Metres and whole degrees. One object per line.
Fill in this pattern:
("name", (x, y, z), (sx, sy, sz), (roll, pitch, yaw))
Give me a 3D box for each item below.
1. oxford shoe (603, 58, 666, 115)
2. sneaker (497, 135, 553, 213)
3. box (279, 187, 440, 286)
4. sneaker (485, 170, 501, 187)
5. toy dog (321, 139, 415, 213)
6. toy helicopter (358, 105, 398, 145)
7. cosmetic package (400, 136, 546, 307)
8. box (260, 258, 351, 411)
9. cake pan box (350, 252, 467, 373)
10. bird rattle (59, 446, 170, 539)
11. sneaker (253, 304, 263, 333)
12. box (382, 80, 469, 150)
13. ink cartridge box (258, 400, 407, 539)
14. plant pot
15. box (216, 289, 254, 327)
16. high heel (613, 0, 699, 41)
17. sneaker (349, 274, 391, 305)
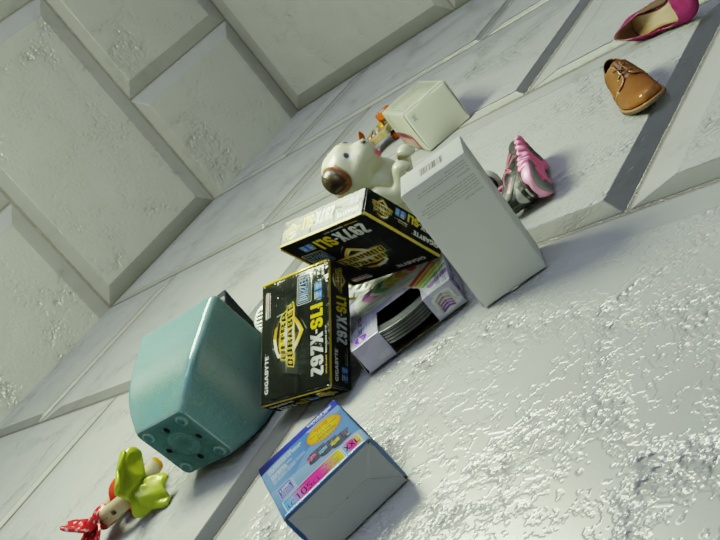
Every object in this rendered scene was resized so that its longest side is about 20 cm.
("oxford shoe", (0.428, -0.300, 1.571), (0.071, 0.071, 0.200), (-36, 18, 8))
("sneaker", (0.252, -0.149, 1.580), (0.095, 0.079, 0.200), (-46, 12, 23))
("box", (-0.001, -0.046, 1.488), (0.199, 0.159, 0.050), (-19, 52, 45))
("sneaker", (0.145, -0.095, 1.661), (0.200, 0.070, 0.100), (-31, 21, 31))
("toy dog", (0.025, -0.130, 1.595), (0.193, 0.200, 0.140), (-29, 27, 38))
("toy helicopter", (0.025, -0.332, 2.555), (0.132, 0.079, 0.200), (-22, 28, 49))
("cosmetic package", (0.152, -0.065, 1.331), (0.107, 0.200, 0.085), (-33, 19, 14))
("box", (-0.086, 0.101, 1.500), (0.159, 0.049, 0.201), (-20, 62, 40))
("cake pan box", (0.068, 0.052, 1.483), (0.184, 0.052, 0.200), (-39, 16, 13))
("bird rattle", (-0.391, 0.384, 1.619), (0.200, 0.113, 0.163), (-49, 2, 15))
("sneaker", (-0.081, 0.122, 1.604), (0.200, 0.105, 0.076), (30, 83, 41))
("box", (0.150, -0.364, 2.293), (0.128, 0.109, 0.200), (-40, 16, -2))
("ink cartridge box", (-0.043, 0.242, 1.185), (0.136, 0.076, 0.200), (-42, 15, -7))
("plant pot", (-0.257, 0.202, 1.579), (0.196, 0.196, 0.201), (-29, 29, 32))
("box", (-0.301, 0.163, 1.898), (0.196, 0.118, 0.200), (-39, 15, 3))
("high heel", (0.525, -0.446, 1.739), (0.096, 0.068, 0.200), (-31, 1, -4))
("sneaker", (-0.014, 0.042, 1.637), (0.199, 0.081, 0.077), (-30, 17, 27))
